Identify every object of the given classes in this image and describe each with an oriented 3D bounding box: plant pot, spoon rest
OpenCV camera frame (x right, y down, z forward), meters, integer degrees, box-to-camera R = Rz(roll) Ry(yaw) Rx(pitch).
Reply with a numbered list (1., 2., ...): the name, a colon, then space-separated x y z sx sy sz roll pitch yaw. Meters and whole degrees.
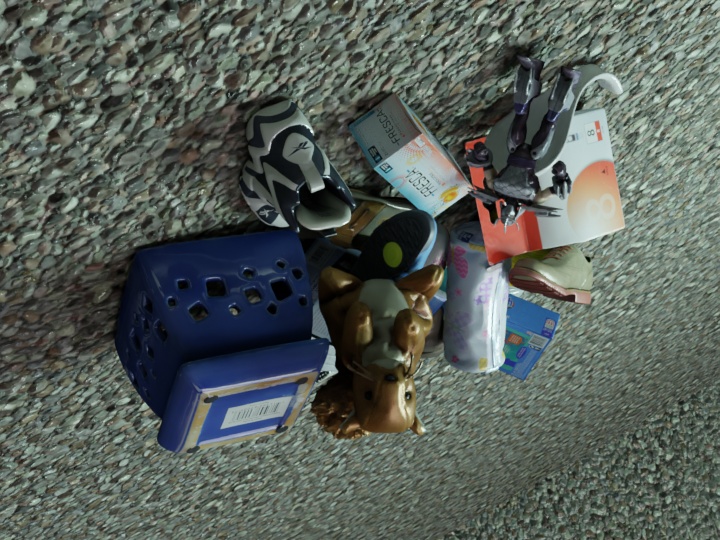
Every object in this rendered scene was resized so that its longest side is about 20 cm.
1. plant pot: -0.153 0.088 1.351 0.200 0.180 0.200 -9 147 -26
2. spoon rest: 0.232 -0.184 1.436 0.200 0.099 0.061 -41 143 -15

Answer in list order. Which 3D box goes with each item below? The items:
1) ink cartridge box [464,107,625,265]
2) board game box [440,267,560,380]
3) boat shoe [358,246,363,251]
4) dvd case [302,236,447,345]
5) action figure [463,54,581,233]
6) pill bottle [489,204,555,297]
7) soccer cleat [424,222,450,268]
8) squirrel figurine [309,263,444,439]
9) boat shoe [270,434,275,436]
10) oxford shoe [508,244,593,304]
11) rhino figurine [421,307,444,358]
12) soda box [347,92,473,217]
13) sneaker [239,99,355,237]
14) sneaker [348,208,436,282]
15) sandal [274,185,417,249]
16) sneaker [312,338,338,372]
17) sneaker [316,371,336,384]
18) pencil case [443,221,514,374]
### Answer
1. ink cartridge box: 0.235 -0.108 1.496 0.200 0.162 0.050 -18 -168 -31
2. board game box: 0.167 0.074 1.698 0.152 0.200 0.045 108 4 -61
3. boat shoe: 0.000 0.000 1.521 0.068 0.072 0.200 11 128 -48
4. dvd case: -0.011 0.040 1.503 0.200 0.018 0.143 25 123 -21
5. action figure: 0.188 -0.140 1.362 0.069 0.130 0.200 -29 133 -76
6. pill bottle: 0.223 -0.046 1.647 0.114 0.114 0.200 -15 151 -33
7. soccer cleat: 0.042 0.012 1.597 0.086 0.070 0.200 -4 145 -47
8. squirrel figurine: 0.019 0.116 1.343 0.141 0.187 0.200 3 139 -14
9. boat shoe: -0.143 0.184 1.721 0.073 0.063 0.200 -26 156 -11
10. oxford shoe: 0.249 -0.003 1.555 0.200 0.070 0.075 15 87 -61
11. rhino figurine: 0.074 0.073 1.610 0.087 0.060 0.200 -22 155 3
12. soda box: 0.061 -0.126 1.358 0.068 0.064 0.200 -35 156 10
13. sneaker: -0.063 -0.070 1.237 0.079 0.130 0.199 -21 155 -21
14. sneaker: 0.042 -0.005 1.418 0.078 0.066 0.200 -11 148 -42
15. sandal: -0.004 -0.051 1.410 0.200 0.055 0.082 7 133 -33
16. sneaker: -0.049 0.098 1.640 0.200 0.071 0.073 22 109 -29
17. sneaker: -0.035 0.112 1.725 0.200 0.074 0.080 -21 177 -24
18. pencil case: 0.157 0.035 1.569 0.083 0.091 0.200 -24 126 -43
